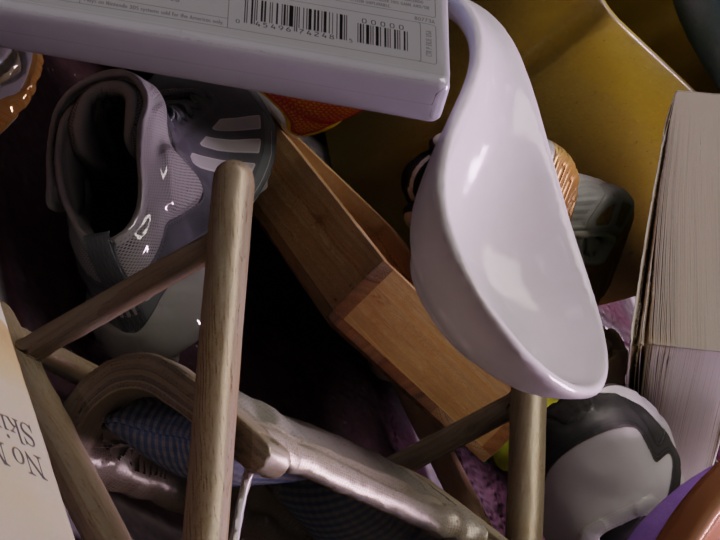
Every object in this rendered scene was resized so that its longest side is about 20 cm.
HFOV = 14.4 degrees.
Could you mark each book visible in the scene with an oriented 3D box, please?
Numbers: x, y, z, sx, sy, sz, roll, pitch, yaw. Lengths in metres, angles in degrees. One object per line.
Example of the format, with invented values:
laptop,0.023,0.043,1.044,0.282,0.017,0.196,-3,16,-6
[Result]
book,0.146,0.028,1.300,0.200,0.048,0.134,88,9,-58

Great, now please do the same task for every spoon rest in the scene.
spoon rest,0.041,-0.038,1.040,0.099,0.061,0.200,27,32,-48

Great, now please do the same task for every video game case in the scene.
video game case,-0.067,-0.133,1.048,0.200,0.022,0.182,9,41,-7

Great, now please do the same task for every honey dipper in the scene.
honey dipper,0.049,0.110,1.237,0.038,0.038,0.200,19,39,-56

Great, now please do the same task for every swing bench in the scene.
swing bench,-0.014,0.101,0.997,0.199,0.130,0.200,31,37,-48

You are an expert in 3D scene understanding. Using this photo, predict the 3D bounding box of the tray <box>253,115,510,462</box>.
tray,0.000,0.000,1.204,0.099,0.037,0.200,43,4,-28

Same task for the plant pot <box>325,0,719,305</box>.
plant pot,0.086,-0.092,1.410,0.200,0.176,0.200,38,27,-38

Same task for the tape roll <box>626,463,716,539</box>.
tape roll,0.181,0.177,1.190,0.200,0.200,0.066,40,-9,-34

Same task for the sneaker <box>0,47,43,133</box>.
sneaker,-0.171,-0.133,1.072,0.088,0.076,0.200,30,28,-34

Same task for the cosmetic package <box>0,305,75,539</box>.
cosmetic package,-0.149,0.058,0.845,0.105,0.071,0.200,24,37,-54

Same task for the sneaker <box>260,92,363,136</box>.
sneaker,-0.073,-0.131,1.143,0.200,0.077,0.073,48,46,-2

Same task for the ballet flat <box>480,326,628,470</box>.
ballet flat,0.089,0.047,1.306,0.200,0.067,0.067,-40,125,-81

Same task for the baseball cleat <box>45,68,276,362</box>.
baseball cleat,-0.077,-0.051,1.126,0.200,0.070,0.107,-90,166,-55

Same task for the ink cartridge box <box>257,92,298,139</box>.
ink cartridge box,-0.045,-0.188,1.262,0.200,0.146,0.147,47,5,-14

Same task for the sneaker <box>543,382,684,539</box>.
sneaker,0.121,0.131,1.213,0.080,0.074,0.200,-118,-176,-51

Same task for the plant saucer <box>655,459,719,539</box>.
plant saucer,0.168,0.138,1.098,0.200,0.200,0.037,36,-7,-41

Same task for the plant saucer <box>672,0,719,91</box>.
plant saucer,0.197,-0.106,1.370,0.201,0.039,0.201,45,23,-26

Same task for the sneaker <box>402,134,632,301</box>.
sneaker,0.050,-0.024,1.227,0.088,0.076,0.200,22,-1,19
